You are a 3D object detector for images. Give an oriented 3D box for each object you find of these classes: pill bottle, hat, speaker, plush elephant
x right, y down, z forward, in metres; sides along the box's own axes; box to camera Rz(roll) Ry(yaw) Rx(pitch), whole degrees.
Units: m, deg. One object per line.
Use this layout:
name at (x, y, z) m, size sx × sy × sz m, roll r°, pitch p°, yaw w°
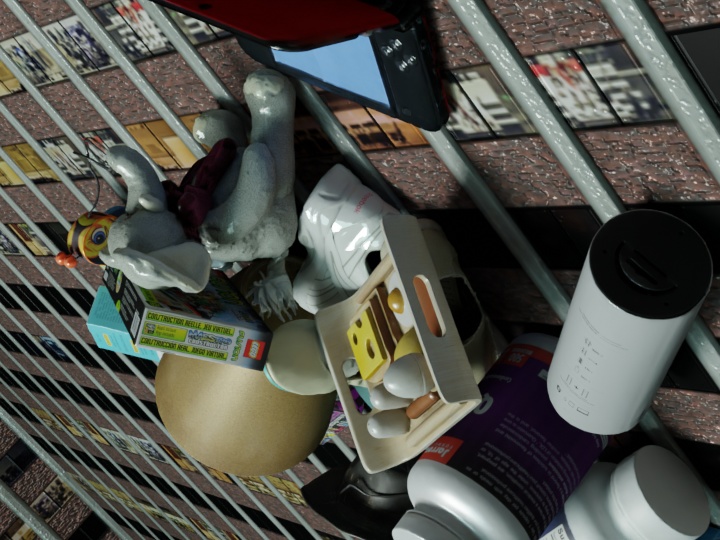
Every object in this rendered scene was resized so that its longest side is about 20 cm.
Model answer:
pill bottle at (0.189, 0.229, 1.182) m, size 0.111 × 0.111 × 0.200 m, roll 43°, pitch 127°, yaw -4°
hat at (0.030, 0.218, 1.521) m, size 0.200 × 0.200 × 0.081 m, roll 19°, pitch 109°, yaw 43°
pill bottle at (0.114, 0.153, 1.126) m, size 0.112 × 0.200 × 0.113 m, roll 34°, pitch 156°, yaw 17°
speaker at (0.179, 0.040, 0.972) m, size 0.081 × 0.081 × 0.200 m, roll 34°, pitch 157°, yaw 16°
plush elephant at (-0.139, -0.048, 1.139) m, size 0.165 × 0.155 × 0.200 m, roll -4°, pitch 94°, yaw 65°

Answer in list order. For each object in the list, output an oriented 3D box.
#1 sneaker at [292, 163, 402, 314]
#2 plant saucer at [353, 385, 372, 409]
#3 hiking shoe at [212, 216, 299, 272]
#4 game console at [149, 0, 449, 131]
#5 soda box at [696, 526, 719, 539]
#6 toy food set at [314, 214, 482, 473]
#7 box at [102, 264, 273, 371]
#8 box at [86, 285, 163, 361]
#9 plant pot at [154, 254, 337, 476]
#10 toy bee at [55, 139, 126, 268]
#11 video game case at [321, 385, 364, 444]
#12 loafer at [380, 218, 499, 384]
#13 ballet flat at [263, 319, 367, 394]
sneaker at (0.000, 0.000, 1.200) m, size 0.099 × 0.078 × 0.200 m, roll 31°, pitch 157°, yaw 16°
plant saucer at (0.052, 0.122, 1.389) m, size 0.200 × 0.036 × 0.200 m, roll 34°, pitch 156°, yaw 17°
hiking shoe at (-0.130, -0.049, 1.341) m, size 0.087 × 0.074 × 0.200 m, roll 54°, pitch 146°, yaw -11°
game console at (-0.061, -0.151, 0.960) m, size 0.200 × 0.119 × 0.172 m, roll 27°, pitch 153°, yaw 33°
soda box at (0.237, 0.248, 1.278) m, size 0.200 × 0.068 × 0.064 m, roll 14°, pitch 146°, yaw 49°
toy food set at (0.017, 0.061, 1.077) m, size 0.200 × 0.060 × 0.144 m, roll 128°, pitch 126°, yaw -62°
box at (-0.152, 0.030, 1.216) m, size 0.110 × 0.035 × 0.200 m, roll 13°, pitch -170°, yaw -21°
box at (-0.196, 0.074, 1.580) m, size 0.200 × 0.049 × 0.082 m, roll 13°, pitch 159°, yaw 6°
plant pot at (-0.092, 0.076, 1.383) m, size 0.186 × 0.186 × 0.200 m, roll 38°, pitch 146°, yaw 7°
toy bee at (-0.278, -0.029, 1.554) m, size 0.200 × 0.109 × 0.131 m, roll 48°, pitch 159°, yaw -15°
video game case at (-0.104, 0.146, 1.577) m, size 0.181 × 0.036 × 0.200 m, roll 14°, pitch 161°, yaw -9°
loafer at (0.067, 0.051, 1.152) m, size 0.068 × 0.076 × 0.200 m, roll -115°, pitch 0°, yaw -51°
ballet flat at (-0.011, 0.068, 1.231) m, size 0.069 × 0.070 × 0.200 m, roll 31°, pitch -167°, yaw 25°
